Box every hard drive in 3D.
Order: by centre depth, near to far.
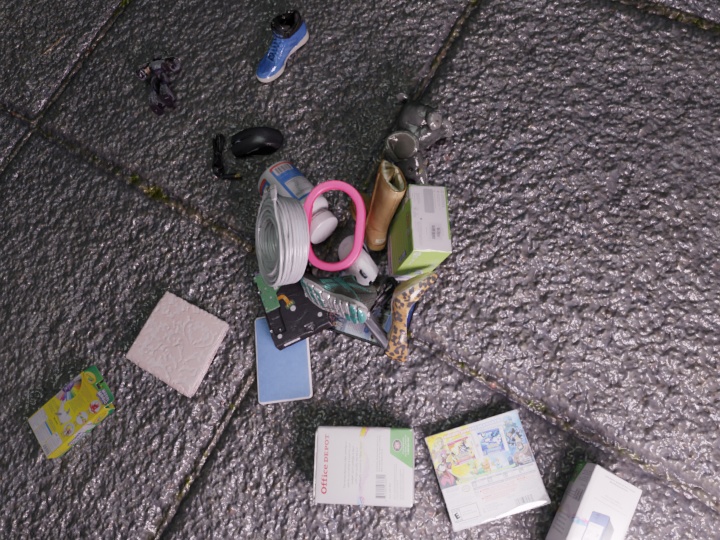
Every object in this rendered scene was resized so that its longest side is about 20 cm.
[{"bbox_3d":[-0.161,0.068,1.240,0.139,0.038,0.201,-25,64,1],"label":"hard drive"}]

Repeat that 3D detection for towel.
[{"bbox_3d":[-0.436,0.171,1.274,0.198,0.032,0.192,25,78,16],"label":"towel"}]

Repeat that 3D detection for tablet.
[{"bbox_3d":[-0.179,0.199,1.228,0.129,0.014,0.202,-9,73,8],"label":"tablet"}]

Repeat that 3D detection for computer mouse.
[{"bbox_3d":[0.000,0.000,1.208,0.110,0.044,0.201,-43,61,16],"label":"computer mouse"},{"bbox_3d":[-0.304,-0.312,1.388,0.197,0.046,0.142,-3,72,9],"label":"computer mouse"}]

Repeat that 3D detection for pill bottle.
[{"bbox_3d":[-0.148,-0.161,1.280,0.112,0.112,0.200,-41,71,-4],"label":"pill bottle"}]

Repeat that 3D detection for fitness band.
[{"bbox_3d":[-0.061,-0.099,1.186,0.142,0.037,0.203,5,91,7],"label":"fitness band"}]

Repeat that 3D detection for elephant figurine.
[{"bbox_3d":[0.119,-0.290,1.270,0.201,0.141,0.155,-56,42,8],"label":"elephant figurine"}]

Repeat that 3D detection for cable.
[{"bbox_3d":[-0.178,-0.066,1.184,0.069,0.200,0.202,-4,62,-30],"label":"cable"}]

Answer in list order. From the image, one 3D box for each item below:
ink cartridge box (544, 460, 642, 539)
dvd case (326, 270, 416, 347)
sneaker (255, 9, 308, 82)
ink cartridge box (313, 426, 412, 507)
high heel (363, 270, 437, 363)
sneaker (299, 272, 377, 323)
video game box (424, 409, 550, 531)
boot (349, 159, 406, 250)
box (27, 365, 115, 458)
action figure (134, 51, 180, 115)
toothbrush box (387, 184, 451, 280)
[{"bbox_3d":[0.412,0.463,0.969,0.087,0.145,0.201,27,79,15],"label":"ink cartridge box"},{"bbox_3d":[0.021,0.093,1.221,0.198,0.018,0.144,16,77,14],"label":"dvd case"},{"bbox_3d":[-0.224,-0.611,1.430,0.077,0.111,0.200,39,84,18],"label":"sneaker"},{"bbox_3d":[0.010,0.396,1.087,0.197,0.088,0.147,-1,73,8],"label":"ink cartridge box"},{"bbox_3d":[0.114,0.101,1.132,0.199,0.071,0.143,-37,96,18],"label":"high heel"},{"bbox_3d":[-0.046,0.044,1.166,0.199,0.078,0.091,24,57,30],"label":"sneaker"},{"bbox_3d":[0.251,0.399,1.071,0.198,0.047,0.184,-18,73,4],"label":"video game box"},{"bbox_3d":[0.039,-0.168,1.192,0.065,0.201,0.176,-13,57,-21],"label":"boot"},{"bbox_3d":[-0.676,0.331,1.263,0.200,0.048,0.118,-41,70,-1],"label":"box"},{"bbox_3d":[-0.565,-0.543,1.497,0.129,0.069,0.202,-19,68,9],"label":"action figure"},{"bbox_3d":[0.120,-0.076,1.151,0.085,0.200,0.147,2,71,-12],"label":"toothbrush box"}]
